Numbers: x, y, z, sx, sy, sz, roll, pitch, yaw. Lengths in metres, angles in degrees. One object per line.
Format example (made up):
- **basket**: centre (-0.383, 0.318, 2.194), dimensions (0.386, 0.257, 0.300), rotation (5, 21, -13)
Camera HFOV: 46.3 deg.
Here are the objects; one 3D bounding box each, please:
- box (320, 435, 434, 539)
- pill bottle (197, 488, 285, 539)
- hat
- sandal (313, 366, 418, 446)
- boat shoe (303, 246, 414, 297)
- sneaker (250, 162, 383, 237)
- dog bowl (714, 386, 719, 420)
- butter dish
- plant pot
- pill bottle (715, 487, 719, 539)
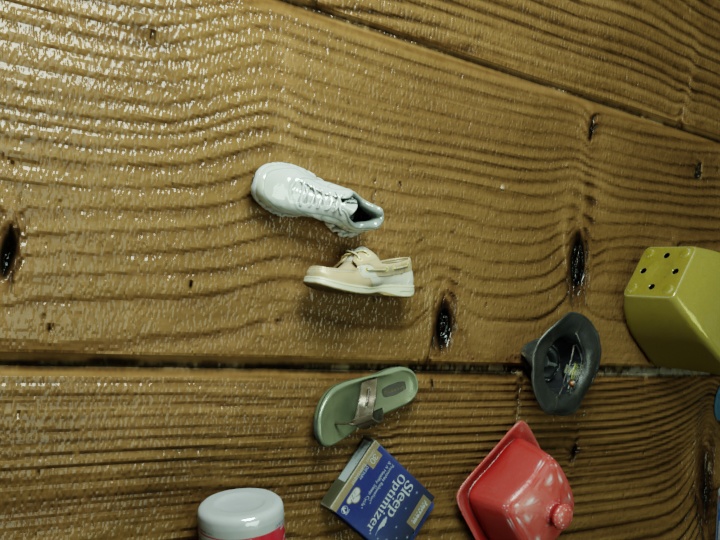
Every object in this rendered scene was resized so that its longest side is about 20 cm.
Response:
- **box**: centre (0.039, 0.359, 1.288), dimensions (0.200, 0.032, 0.121), rotation (48, 66, -31)
- **pill bottle**: centre (-0.152, 0.397, 1.096), dimensions (0.112, 0.112, 0.200), rotation (-7, 99, -36)
- **hat**: centre (0.331, 0.154, 1.459), dimensions (0.200, 0.081, 0.201), rotation (-13, 109, -40)
- **sandal**: centre (0.013, 0.193, 1.235), dimensions (0.201, 0.057, 0.080), rotation (-23, 107, -33)
- **boat shoe**: centre (0.000, 0.000, 1.203), dimensions (0.200, 0.074, 0.069), rotation (6, 88, -47)
- **sneaker**: centre (-0.054, -0.097, 1.144), dimensions (0.200, 0.081, 0.075), rotation (16, 86, -35)
- **dog bowl**: centre (0.857, 0.334, 1.887), dimensions (0.111, 0.050, 0.200), rotation (-38, 116, -28)
- **butter dish**: centre (0.287, 0.390, 1.404), dimensions (0.200, 0.148, 0.200), rotation (-40, 116, -27)
- **plant pot**: centre (0.617, 0.058, 1.601), dimensions (0.200, 0.194, 0.196), rotation (39, 71, -26)
- **pill bottle**: centre (0.846, 0.587, 1.865), dimensions (0.112, 0.112, 0.200), rotation (-4, 97, -37)
